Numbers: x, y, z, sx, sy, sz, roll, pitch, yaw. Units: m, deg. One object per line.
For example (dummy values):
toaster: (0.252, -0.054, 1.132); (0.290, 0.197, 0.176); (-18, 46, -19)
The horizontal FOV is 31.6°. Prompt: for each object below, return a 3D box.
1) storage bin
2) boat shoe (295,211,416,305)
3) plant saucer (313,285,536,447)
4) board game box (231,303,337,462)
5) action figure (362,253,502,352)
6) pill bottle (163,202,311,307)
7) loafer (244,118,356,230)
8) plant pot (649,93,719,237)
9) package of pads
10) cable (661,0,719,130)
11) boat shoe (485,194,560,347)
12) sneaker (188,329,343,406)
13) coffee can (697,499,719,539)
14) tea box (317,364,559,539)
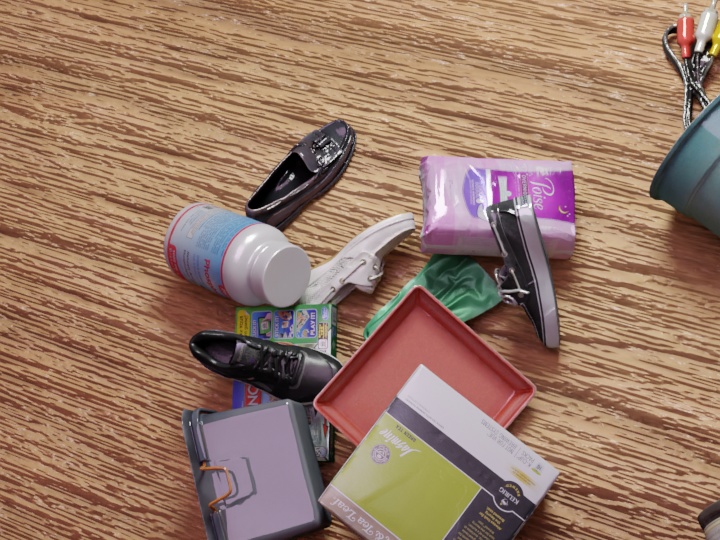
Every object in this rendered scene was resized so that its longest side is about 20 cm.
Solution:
storage bin: (-0.122, 0.248, 1.537); (0.134, 0.146, 0.201); (-17, 77, 7)
boat shoe: (0.000, 0.000, 1.669); (0.200, 0.071, 0.069); (-37, 73, 15)
plant saucer: (0.078, 0.156, 1.560); (0.199, 0.037, 0.200); (41, 84, 5)
board game box: (-0.098, 0.145, 1.635); (0.134, 0.029, 0.201); (-3, 78, 16)
action figure: (0.075, 0.058, 1.625); (0.200, 0.055, 0.118); (-39, 63, -6)
pill bottle: (-0.161, -0.017, 1.674); (0.200, 0.109, 0.109); (20, 73, 43)
loafer: (-0.082, -0.134, 1.754); (0.072, 0.063, 0.200); (38, 82, 27)
plant pot: (0.482, -0.099, 1.502); (0.200, 0.200, 0.196); (-43, 71, -5)
package of pads: (0.172, -0.079, 1.610); (0.199, 0.076, 0.121); (3, 63, -4)
cable: (0.432, -0.261, 1.656); (0.097, 0.050, 0.201); (6, 68, 21)
boat shoe: (0.197, 0.008, 1.548); (0.068, 0.200, 0.074); (-12, 27, 12)
sneaker: (-0.121, 0.120, 1.585); (0.199, 0.088, 0.076); (10, 81, 18)
coffee can: (0.455, 0.334, 1.333); (0.146, 0.146, 0.201); (-18, 63, 9)
tea box: (0.087, 0.250, 1.459); (0.200, 0.134, 0.197); (38, 82, 7)
